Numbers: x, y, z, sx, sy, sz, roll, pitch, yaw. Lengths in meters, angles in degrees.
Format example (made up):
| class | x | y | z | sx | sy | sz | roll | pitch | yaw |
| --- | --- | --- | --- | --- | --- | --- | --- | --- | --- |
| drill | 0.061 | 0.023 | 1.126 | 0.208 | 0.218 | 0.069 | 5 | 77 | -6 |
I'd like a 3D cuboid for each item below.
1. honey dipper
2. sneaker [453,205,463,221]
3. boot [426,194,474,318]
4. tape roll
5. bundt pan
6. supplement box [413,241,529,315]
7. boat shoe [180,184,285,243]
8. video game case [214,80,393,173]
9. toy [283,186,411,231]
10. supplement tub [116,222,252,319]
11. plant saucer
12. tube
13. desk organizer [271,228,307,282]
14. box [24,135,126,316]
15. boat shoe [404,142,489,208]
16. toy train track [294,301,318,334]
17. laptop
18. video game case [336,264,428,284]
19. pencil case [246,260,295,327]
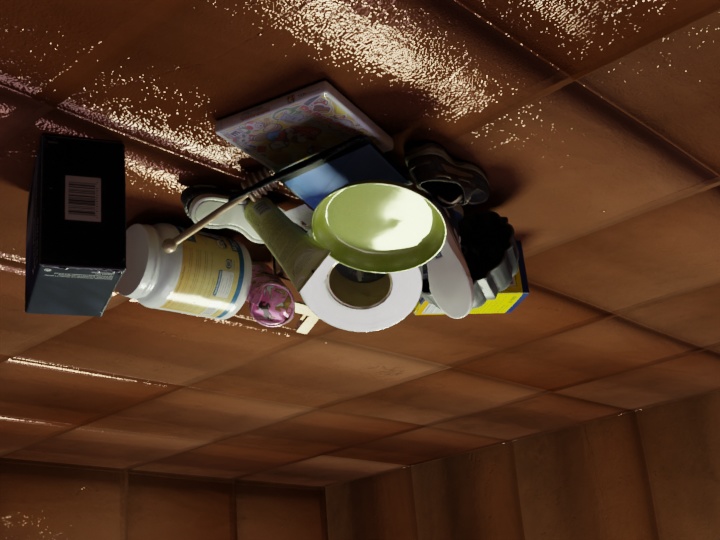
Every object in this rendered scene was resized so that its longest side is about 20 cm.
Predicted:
| class | x | y | z | sx | sy | sz | roll | pitch | yaw |
| --- | --- | --- | --- | --- | --- | --- | --- | --- | --- |
| honey dipper | -0.218 | -0.090 | 1.527 | 0.200 | 0.038 | 0.038 | -33 | 157 | -2 |
| sneaker | 0.080 | -0.060 | 1.683 | 0.200 | 0.111 | 0.077 | 1 | 158 | -15 |
| boot | 0.142 | -0.029 | 1.602 | 0.073 | 0.200 | 0.090 | -15 | -171 | 29 |
| tape roll | 0.000 | 0.000 | 1.613 | 0.202 | 0.071 | 0.203 | 2 | 126 | 3 |
| bundt pan | 0.182 | -0.007 | 1.709 | 0.202 | 0.202 | 0.076 | -16 | 128 | 25 |
| supplement box | 0.203 | 0.015 | 1.905 | 0.200 | 0.110 | 0.109 | -1 | 158 | -13 |
| boat shoe | -0.197 | -0.093 | 1.609 | 0.200 | 0.060 | 0.074 | 7 | 117 | -40 |
| video game case | -0.077 | -0.192 | 1.434 | 0.182 | 0.023 | 0.200 | -16 | 156 | 25 |
| toy | -0.017 | -0.119 | 1.600 | 0.200 | 0.047 | 0.115 | -18 | 152 | 27 |
| supplement tub | -0.301 | 0.000 | 1.703 | 0.200 | 0.145 | 0.145 | 13 | 152 | -39 |
| plant saucer | 0.027 | -0.069 | 1.476 | 0.200 | 0.031 | 0.200 | 3 | 141 | 3 |
| tube | -0.114 | -0.045 | 1.517 | 0.052 | 0.200 | 0.058 | -15 | 126 | -25 |
| desk organizer | -0.070 | -0.011 | 1.833 | 0.077 | 0.072 | 0.200 | -21 | 154 | 30 |
| box | -0.418 | -0.058 | 1.455 | 0.123 | 0.200 | 0.198 | 3 | 157 | -22 |
| boat shoe | 0.136 | -0.132 | 1.566 | 0.074 | 0.073 | 0.200 | -21 | 154 | 35 |
| toy train track | -0.059 | 0.040 | 1.818 | 0.115 | 0.033 | 0.200 | 17 | 129 | -32 |
| laptop | -0.055 | -0.116 | 1.451 | 0.177 | 0.103 | 0.200 | -21 | -171 | 33 |
| video game case | 0.032 | -0.027 | 1.724 | 0.200 | 0.143 | 0.019 | -9 | 132 | 9 |
| pencil case | -0.173 | 0.040 | 1.799 | 0.086 | 0.083 | 0.200 | -12 | -164 | -13 |
